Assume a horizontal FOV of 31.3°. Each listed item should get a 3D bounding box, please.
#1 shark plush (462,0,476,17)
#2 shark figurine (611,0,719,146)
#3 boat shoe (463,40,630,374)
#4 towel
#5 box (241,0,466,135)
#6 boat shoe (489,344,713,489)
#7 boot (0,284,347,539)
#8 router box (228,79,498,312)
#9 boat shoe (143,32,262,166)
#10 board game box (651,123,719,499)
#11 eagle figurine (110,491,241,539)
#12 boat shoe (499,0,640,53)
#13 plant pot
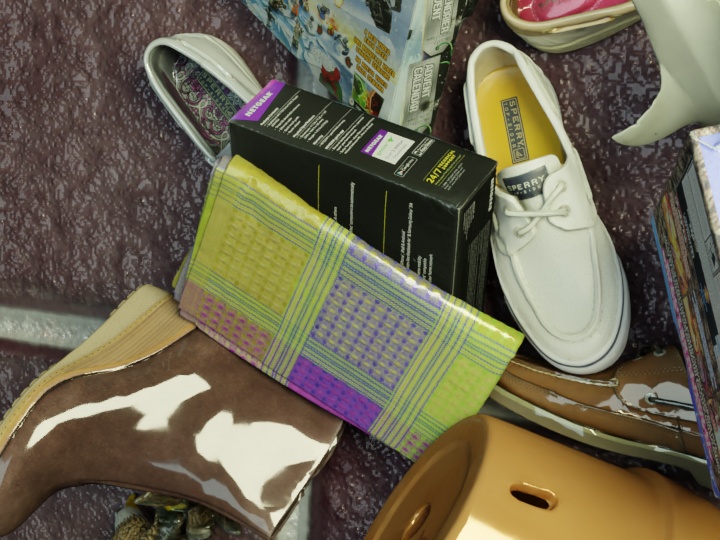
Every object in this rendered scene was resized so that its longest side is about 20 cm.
[{"bbox_3d":[0.048,-0.178,0.741,0.200,0.091,0.083,-60,29,31],"label":"shark plush"},{"bbox_3d":[0.143,-0.111,0.636,0.089,0.128,0.214,-44,120,9],"label":"shark figurine"},{"bbox_3d":[0.100,-0.040,0.730,0.071,0.070,0.201,-16,70,16],"label":"boat shoe"},{"bbox_3d":[-0.016,0.026,0.740,0.200,0.023,0.144,32,138,5],"label":"towel"},{"bbox_3d":[-0.014,-0.186,0.754,0.200,0.040,0.137,49,142,34],"label":"box"},{"bbox_3d":[0.172,0.074,0.741,0.199,0.072,0.068,17,99,13],"label":"boat shoe"},{"bbox_3d":[-0.122,0.114,0.781,0.166,0.072,0.200,34,65,12],"label":"boot"},{"bbox_3d":[0.000,0.000,0.768,0.149,0.051,0.200,23,138,21],"label":"router box"},{"bbox_3d":[-0.068,-0.079,0.837,0.072,0.068,0.200,-40,79,23],"label":"boat shoe"},{"bbox_3d":[0.208,0.023,0.601,0.097,0.200,0.160,-12,81,6],"label":"board game box"},{"bbox_3d":[-0.168,0.214,0.890,0.152,0.151,0.200,45,101,4],"label":"eagle figurine"},{"bbox_3d":[0.167,-0.180,0.712,0.200,0.069,0.074,-29,83,26],"label":"boat shoe"},{"bbox_3d":[0.083,0.171,0.695,0.140,0.200,0.200,36,111,-8],"label":"plant pot"}]
